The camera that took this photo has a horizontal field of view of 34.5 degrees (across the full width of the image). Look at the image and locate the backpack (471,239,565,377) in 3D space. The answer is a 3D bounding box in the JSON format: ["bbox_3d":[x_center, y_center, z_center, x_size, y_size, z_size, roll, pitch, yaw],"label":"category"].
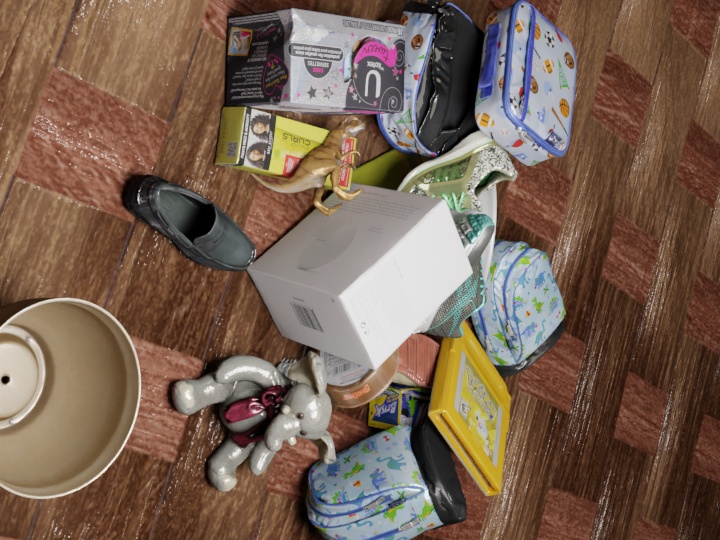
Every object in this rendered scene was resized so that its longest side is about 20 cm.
[{"bbox_3d":[0.240,0.046,1.812,0.162,0.153,0.202,-37,108,-28],"label":"backpack"}]

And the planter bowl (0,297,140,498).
[{"bbox_3d":[-0.348,0.122,1.207,0.198,0.133,0.204,-8,101,-45],"label":"planter bowl"}]

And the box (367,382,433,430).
[{"bbox_3d":[0.102,0.198,1.725,0.198,0.069,0.066,2,93,-46],"label":"box"}]

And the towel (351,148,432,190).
[{"bbox_3d":[0.040,-0.126,1.656,0.199,0.018,0.087,-31,113,-38],"label":"towel"}]

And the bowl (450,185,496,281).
[{"bbox_3d":[0.129,-0.061,1.667,0.089,0.201,0.205,6,92,-7],"label":"bowl"}]

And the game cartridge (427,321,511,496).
[{"bbox_3d":[0.162,0.190,1.665,0.177,0.032,0.202,55,32,-28],"label":"game cartridge"}]

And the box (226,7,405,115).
[{"bbox_3d":[-0.053,-0.256,1.456,0.198,0.131,0.117,-4,98,-45],"label":"box"}]

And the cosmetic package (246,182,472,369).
[{"bbox_3d":[0.000,0.000,1.489,0.200,0.198,0.124,-43,124,-25],"label":"cosmetic package"}]

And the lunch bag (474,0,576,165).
[{"bbox_3d":[0.220,-0.249,1.552,0.159,0.075,0.203,31,57,-41],"label":"lunch bag"}]

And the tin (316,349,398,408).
[{"bbox_3d":[-0.004,0.093,1.533,0.202,0.110,0.042,-90,157,-49],"label":"tin"}]

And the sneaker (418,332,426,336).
[{"bbox_3d":[0.061,0.067,1.661,0.071,0.075,0.202,-46,125,-31],"label":"sneaker"}]

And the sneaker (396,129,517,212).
[{"bbox_3d":[0.126,-0.108,1.562,0.199,0.089,0.077,-35,151,4],"label":"sneaker"}]

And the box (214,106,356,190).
[{"bbox_3d":[-0.093,-0.154,1.489,0.198,0.050,0.077,11,87,-46],"label":"box"}]

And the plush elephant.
[{"bbox_3d":[-0.105,0.180,1.449,0.199,0.153,0.167,-33,118,-37],"label":"plush elephant"}]

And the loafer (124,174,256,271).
[{"bbox_3d":[-0.193,-0.051,1.387,0.200,0.070,0.069,34,72,-43],"label":"loafer"}]

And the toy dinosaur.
[{"bbox_3d":[-0.059,-0.120,1.467,0.107,0.060,0.200,53,51,-8],"label":"toy dinosaur"}]

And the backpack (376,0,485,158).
[{"bbox_3d":[0.096,-0.253,1.595,0.199,0.152,0.194,24,77,-45],"label":"backpack"}]

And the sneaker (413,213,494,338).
[{"bbox_3d":[0.139,0.011,1.575,0.090,0.078,0.202,19,122,-18],"label":"sneaker"}]

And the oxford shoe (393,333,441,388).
[{"bbox_3d":[0.050,0.127,1.648,0.198,0.073,0.072,22,63,-33],"label":"oxford shoe"}]

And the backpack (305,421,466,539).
[{"bbox_3d":[0.024,0.302,1.579,0.199,0.164,0.154,-35,123,16],"label":"backpack"}]
